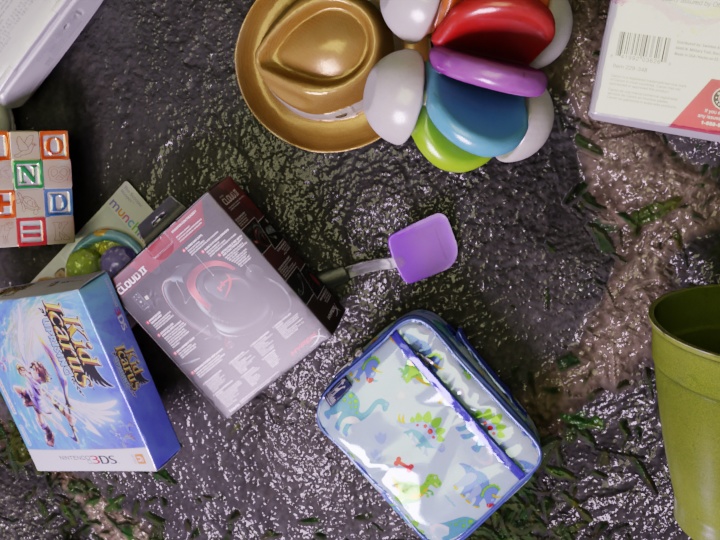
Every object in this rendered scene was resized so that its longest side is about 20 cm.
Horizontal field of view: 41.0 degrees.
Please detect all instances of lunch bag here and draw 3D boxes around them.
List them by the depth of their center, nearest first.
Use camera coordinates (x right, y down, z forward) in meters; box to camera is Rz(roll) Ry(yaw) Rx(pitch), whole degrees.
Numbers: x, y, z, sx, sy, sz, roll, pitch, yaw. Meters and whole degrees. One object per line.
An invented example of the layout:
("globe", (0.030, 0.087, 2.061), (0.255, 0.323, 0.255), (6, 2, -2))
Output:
("lunch bag", (0.068, 0.147, 0.930), (0.161, 0.082, 0.200), (-41, 87, 10))

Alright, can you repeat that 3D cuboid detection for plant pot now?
("plant pot", (0.341, 0.134, 0.823), (0.199, 0.200, 0.195), (4, 108, 12))

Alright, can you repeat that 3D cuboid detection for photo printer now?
("photo printer", (-0.383, -0.292, 0.989), (0.200, 0.069, 0.167), (40, 95, 6))

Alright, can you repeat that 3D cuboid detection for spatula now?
("spatula", (0.000, 0.000, 0.959), (0.199, 0.021, 0.057), (-18, 107, 18))

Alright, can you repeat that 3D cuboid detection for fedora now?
("fedora", (-0.034, -0.208, 0.916), (0.199, 0.082, 0.203), (1, 95, 13))

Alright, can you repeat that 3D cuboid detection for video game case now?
("video game case", (-0.292, 0.108, 0.970), (0.180, 0.045, 0.201), (-8, 110, 32))

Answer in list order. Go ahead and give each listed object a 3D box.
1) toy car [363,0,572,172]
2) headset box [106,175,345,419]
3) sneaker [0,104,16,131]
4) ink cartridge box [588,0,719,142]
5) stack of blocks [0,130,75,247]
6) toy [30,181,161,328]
("toy car", (0.106, -0.183, 0.832), (0.174, 0.150, 0.202), (8, 98, -18))
("headset box", (-0.136, 0.019, 0.941), (0.148, 0.075, 0.200), (-39, 98, 18))
("sneaker", (-0.438, -0.106, 1.013), (0.081, 0.088, 0.201), (36, 100, 7))
("ink cartridge box", (0.290, -0.221, 0.841), (0.146, 0.086, 0.202), (12, 96, 12))
("stack of blocks", (-0.395, -0.080, 0.966), (0.198, 0.058, 0.116), (-5, 98, -24))
("toy", (-0.281, 0.018, 1.011), (0.200, 0.047, 0.115), (-44, 87, 13))
